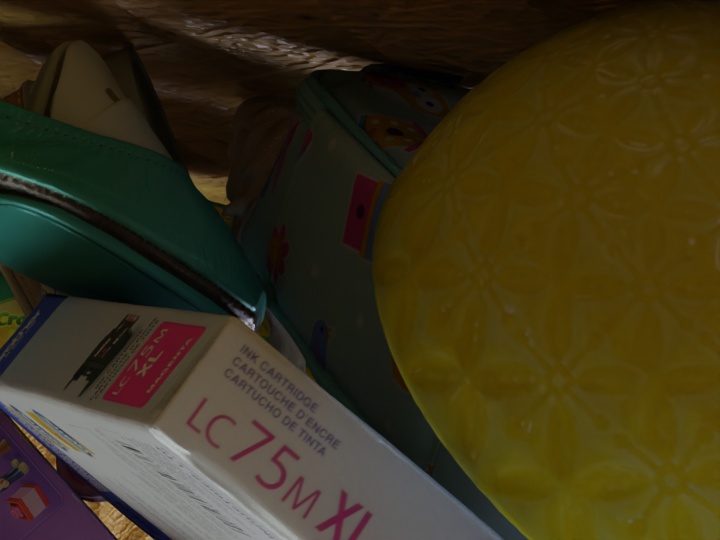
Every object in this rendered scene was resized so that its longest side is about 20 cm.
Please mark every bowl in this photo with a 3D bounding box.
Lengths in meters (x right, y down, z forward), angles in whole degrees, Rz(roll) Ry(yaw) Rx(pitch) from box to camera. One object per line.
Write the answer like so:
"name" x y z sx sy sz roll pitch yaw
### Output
"bowl" 0.112 -0.007 0.595 0.200 0.200 0.108 9 129 -28

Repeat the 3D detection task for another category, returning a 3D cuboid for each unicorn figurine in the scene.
"unicorn figurine" 0.000 0.000 0.883 0.074 0.138 0.200 -14 151 3

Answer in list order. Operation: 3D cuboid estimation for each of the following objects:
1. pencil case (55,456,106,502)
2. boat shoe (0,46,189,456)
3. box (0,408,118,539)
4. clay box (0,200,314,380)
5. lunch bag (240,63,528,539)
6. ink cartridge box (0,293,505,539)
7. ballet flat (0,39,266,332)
"pencil case" -0.028 0.086 0.930 0.200 0.087 0.083 41 -177 -44
"boat shoe" -0.070 0.032 0.798 0.068 0.201 0.075 -18 -165 3
"box" -0.075 0.120 0.795 0.200 0.039 0.137 45 170 23
"clay box" -0.088 0.006 0.970 0.200 0.048 0.115 13 -155 -38
"lunch bag" 0.066 0.010 0.733 0.160 0.077 0.200 6 -154 -31
"ink cartridge box" -0.035 0.057 0.681 0.119 0.042 0.200 41 164 -18
"ballet flat" -0.108 -0.041 0.707 0.200 0.071 0.067 20 163 -19
